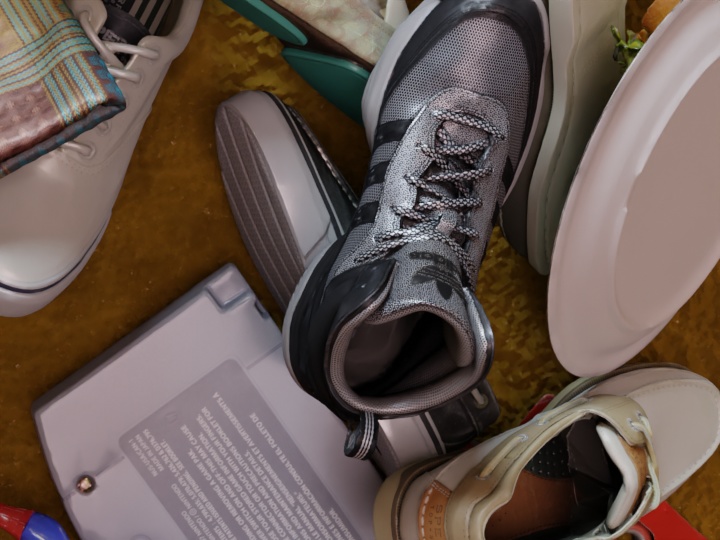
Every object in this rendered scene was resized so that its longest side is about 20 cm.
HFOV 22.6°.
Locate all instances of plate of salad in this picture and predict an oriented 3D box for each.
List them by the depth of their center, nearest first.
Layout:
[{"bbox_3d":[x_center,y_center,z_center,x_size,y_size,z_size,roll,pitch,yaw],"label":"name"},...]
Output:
[{"bbox_3d":[0.134,-0.046,0.818,0.048,0.200,0.200,27,91,28],"label":"plate of salad"}]

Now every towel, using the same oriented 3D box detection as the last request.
[{"bbox_3d":[-0.197,-0.099,0.718,0.146,0.200,0.022,-31,148,-8],"label":"towel"}]

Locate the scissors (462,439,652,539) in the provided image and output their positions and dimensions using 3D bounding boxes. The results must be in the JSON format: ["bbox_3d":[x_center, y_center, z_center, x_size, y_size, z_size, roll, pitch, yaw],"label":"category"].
[{"bbox_3d":[0.058,0.099,0.880,0.199,0.014,0.073,15,95,-16],"label":"scissors"}]

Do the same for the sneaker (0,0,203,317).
[{"bbox_3d":[-0.116,-0.077,0.737,0.073,0.071,0.200,25,58,-17],"label":"sneaker"}]

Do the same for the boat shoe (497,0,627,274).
[{"bbox_3d":[0.081,-0.088,0.811,0.072,0.060,0.202,-41,145,-37],"label":"boat shoe"}]

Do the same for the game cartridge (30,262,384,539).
[{"bbox_3d":[-0.058,0.114,0.844,0.133,0.040,0.200,-36,104,-10],"label":"game cartridge"}]

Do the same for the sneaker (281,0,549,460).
[{"bbox_3d":[0.032,-0.019,0.723,0.075,0.114,0.200,19,104,-15],"label":"sneaker"}]

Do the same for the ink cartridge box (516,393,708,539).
[{"bbox_3d":[0.085,0.186,0.859,0.162,0.050,0.200,42,85,-27],"label":"ink cartridge box"}]

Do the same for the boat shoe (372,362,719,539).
[{"bbox_3d":[0.103,0.093,0.816,0.200,0.068,0.075,-21,99,-35],"label":"boat shoe"}]

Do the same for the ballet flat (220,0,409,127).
[{"bbox_3d":[-0.013,-0.116,0.769,0.200,0.067,0.062,35,81,-52],"label":"ballet flat"}]

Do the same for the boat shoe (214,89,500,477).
[{"bbox_3d":[0.000,0.000,0.830,0.071,0.072,0.200,-32,109,-19],"label":"boat shoe"}]

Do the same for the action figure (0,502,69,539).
[{"bbox_3d":[-0.104,0.165,0.777,0.200,0.099,0.065,21,113,-4],"label":"action figure"}]
